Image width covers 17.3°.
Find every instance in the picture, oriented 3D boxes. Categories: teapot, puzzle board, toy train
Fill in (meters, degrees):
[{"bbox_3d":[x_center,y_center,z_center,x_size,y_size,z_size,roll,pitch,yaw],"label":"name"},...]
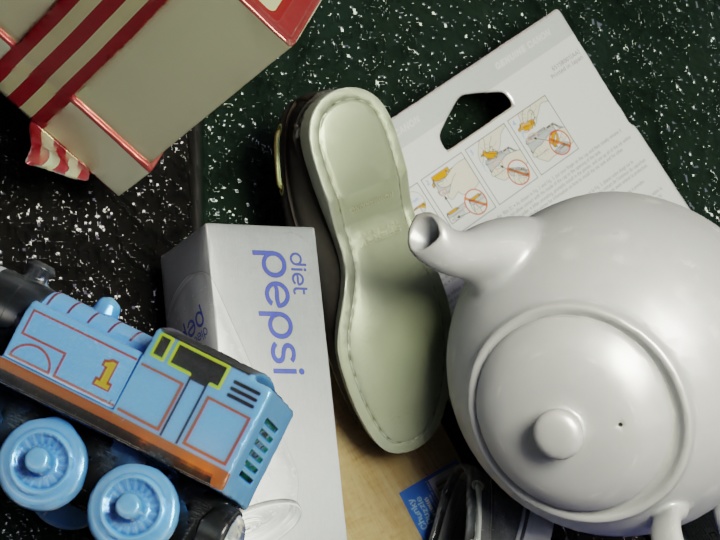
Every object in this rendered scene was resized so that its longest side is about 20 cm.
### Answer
[{"bbox_3d":[0.127,0.065,1.239,0.146,0.199,0.198,-44,141,-61],"label":"teapot"},{"bbox_3d":[-0.010,0.123,1.309,0.150,0.017,0.201,-28,89,-33],"label":"puzzle board"},{"bbox_3d":[-0.135,0.071,1.181,0.199,0.087,0.115,25,79,14],"label":"toy train"}]

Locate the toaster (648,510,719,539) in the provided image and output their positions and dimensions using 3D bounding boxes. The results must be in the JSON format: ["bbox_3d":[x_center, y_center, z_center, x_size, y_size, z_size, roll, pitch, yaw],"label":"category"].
[{"bbox_3d":[0.221,0.096,1.386,0.129,0.113,0.200,-40,99,-34],"label":"toaster"}]

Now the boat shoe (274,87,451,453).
[{"bbox_3d":[0.000,0.000,1.304,0.071,0.060,0.202,-14,98,-27],"label":"boat shoe"}]

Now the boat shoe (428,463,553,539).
[{"bbox_3d":[0.045,0.196,1.266,0.068,0.072,0.201,32,59,-20],"label":"boat shoe"}]

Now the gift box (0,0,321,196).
[{"bbox_3d":[-0.128,-0.165,1.232,0.185,0.187,0.200,45,44,-11],"label":"gift box"}]

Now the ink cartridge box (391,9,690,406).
[{"bbox_3d":[0.090,-0.033,1.397,0.200,0.044,0.174,-35,92,-31],"label":"ink cartridge box"}]

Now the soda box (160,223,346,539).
[{"bbox_3d":[-0.056,0.079,1.250,0.068,0.063,0.201,2,73,-28],"label":"soda box"}]
